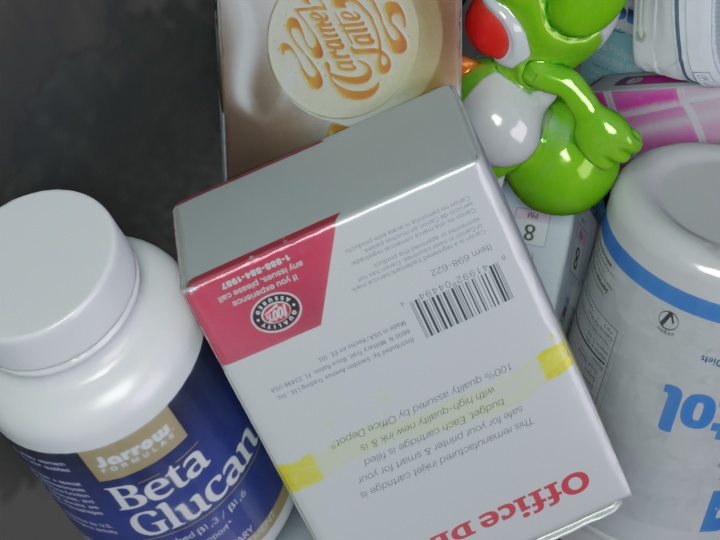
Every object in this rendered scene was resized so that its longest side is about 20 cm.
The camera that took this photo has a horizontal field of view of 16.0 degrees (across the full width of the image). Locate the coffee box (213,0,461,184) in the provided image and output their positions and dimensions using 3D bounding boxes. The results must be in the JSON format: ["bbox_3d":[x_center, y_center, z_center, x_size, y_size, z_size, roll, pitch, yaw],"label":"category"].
[{"bbox_3d":[-0.012,-0.082,1.202,0.113,0.080,0.201,-3,117,-5],"label":"coffee box"}]

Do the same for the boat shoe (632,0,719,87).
[{"bbox_3d":[0.166,-0.197,1.332,0.073,0.066,0.202,-6,101,-54],"label":"boat shoe"}]

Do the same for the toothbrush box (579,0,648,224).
[{"bbox_3d":[0.203,-0.081,1.458,0.085,0.146,0.201,-28,130,-39],"label":"toothbrush box"}]

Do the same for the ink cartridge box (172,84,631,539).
[{"bbox_3d":[0.019,0.040,1.176,0.144,0.084,0.201,-23,119,4],"label":"ink cartridge box"}]

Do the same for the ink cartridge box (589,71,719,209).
[{"bbox_3d":[0.213,-0.060,1.371,0.037,0.199,0.095,-34,115,-46],"label":"ink cartridge box"}]

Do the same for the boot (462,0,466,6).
[{"bbox_3d":[0.085,-0.173,1.318,0.166,0.072,0.201,28,85,-52],"label":"boot"}]

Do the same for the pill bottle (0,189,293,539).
[{"bbox_3d":[-0.111,0.055,1.185,0.111,0.111,0.200,-50,141,-17],"label":"pill bottle"}]

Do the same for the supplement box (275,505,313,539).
[{"bbox_3d":[-0.055,0.215,1.332,0.103,0.100,0.201,-55,148,-51],"label":"supplement box"}]

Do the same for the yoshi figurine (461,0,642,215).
[{"bbox_3d":[0.105,-0.105,1.263,0.112,0.112,0.201,-34,155,-54],"label":"yoshi figurine"}]

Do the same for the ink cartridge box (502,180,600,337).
[{"bbox_3d":[0.091,0.066,1.397,0.163,0.057,0.202,40,57,-73],"label":"ink cartridge box"}]

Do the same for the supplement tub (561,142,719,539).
[{"bbox_3d":[0.172,0.047,1.343,0.132,0.132,0.201,-23,137,-41],"label":"supplement tub"}]
